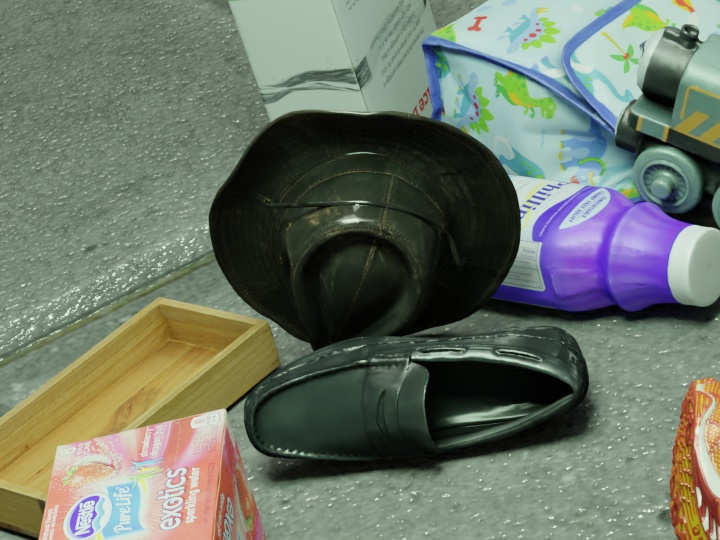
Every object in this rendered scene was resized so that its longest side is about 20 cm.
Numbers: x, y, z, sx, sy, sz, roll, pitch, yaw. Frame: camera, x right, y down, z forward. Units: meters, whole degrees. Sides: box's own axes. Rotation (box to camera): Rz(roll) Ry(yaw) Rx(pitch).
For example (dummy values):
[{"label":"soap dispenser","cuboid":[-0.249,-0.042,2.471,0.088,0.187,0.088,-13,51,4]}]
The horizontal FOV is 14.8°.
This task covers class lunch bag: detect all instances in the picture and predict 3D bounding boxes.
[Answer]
[{"label":"lunch bag","cuboid":[0.165,-0.120,1.817,0.199,0.128,0.170,24,43,33]}]

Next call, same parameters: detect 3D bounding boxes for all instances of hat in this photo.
[{"label":"hat","cuboid":[0.000,0.000,1.621,0.200,0.201,0.081,-8,45,14]}]

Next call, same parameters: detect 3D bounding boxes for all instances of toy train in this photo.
[{"label":"toy train","cuboid":[0.247,-0.075,1.646,0.199,0.114,0.085,24,41,19]}]

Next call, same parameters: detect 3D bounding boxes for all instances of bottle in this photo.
[{"label":"bottle","cuboid":[0.129,-0.014,1.688,0.199,0.066,0.083,10,38,40]}]

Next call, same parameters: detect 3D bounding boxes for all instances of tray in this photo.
[{"label":"tray","cuboid":[-0.150,0.088,1.681,0.098,0.037,0.200,11,37,41]}]

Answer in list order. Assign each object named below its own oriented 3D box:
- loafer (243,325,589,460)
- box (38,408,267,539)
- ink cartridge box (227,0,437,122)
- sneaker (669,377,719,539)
[{"label":"loafer","cuboid":[0.030,0.072,1.574,0.199,0.068,0.070,-10,13,5]},{"label":"box","cuboid":[-0.110,0.170,1.443,0.102,0.095,0.200,-13,27,6]},{"label":"ink cartridge box","cuboid":[-0.017,-0.174,1.918,0.084,0.201,0.146,-5,29,26]},{"label":"sneaker","cuboid":[0.205,0.122,1.417,0.077,0.073,0.200,3,29,-12]}]
